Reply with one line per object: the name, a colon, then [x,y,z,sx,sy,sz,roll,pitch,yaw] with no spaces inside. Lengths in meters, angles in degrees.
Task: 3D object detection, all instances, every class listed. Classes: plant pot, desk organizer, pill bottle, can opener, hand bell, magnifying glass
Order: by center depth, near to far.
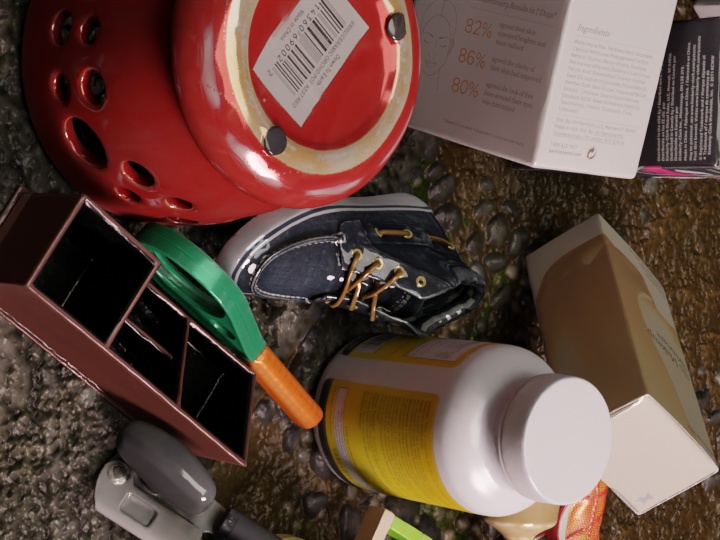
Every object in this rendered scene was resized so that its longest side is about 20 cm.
plant pot: [-0.074,-0.124,1.068,0.200,0.182,0.202,-5,97,-41]
desk organizer: [-0.138,0.037,1.087,0.200,0.077,0.072,44,66,-33]
can opener: [-0.079,0.173,1.112,0.200,0.067,0.053,36,53,-3]
magnifying glass: [-0.081,0.038,1.146,0.022,0.079,0.200,-51,132,-19]
pill bottle: [0.067,0.102,1.182,0.112,0.199,0.113,-3,94,-39]
hand bell: [0.114,0.216,1.293,0.104,0.104,0.201,0,93,-40]

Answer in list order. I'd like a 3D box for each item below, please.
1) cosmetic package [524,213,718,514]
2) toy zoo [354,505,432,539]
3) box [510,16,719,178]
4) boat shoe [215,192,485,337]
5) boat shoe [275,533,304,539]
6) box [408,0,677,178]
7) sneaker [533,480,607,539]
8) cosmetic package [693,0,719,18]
cosmetic package: [0.187,0.065,1.291,0.105,0.071,0.201,44,24,-34]
toy zoo: [0.054,0.263,1.206,0.200,0.020,0.132,35,70,-31]
box: [0.221,-0.121,1.298,0.122,0.199,0.107,1,92,-39]
boat shoe: [0.000,0.000,1.168,0.200,0.091,0.071,-12,140,-47]
boat shoe: [-0.094,0.220,1.143,0.200,0.063,0.074,-9,98,-39]
box: [0.125,-0.179,1.221,0.106,0.152,0.201,4,103,-41]
sneaker: [0.153,0.188,1.357,0.077,0.073,0.201,24,81,-59]
cosmetic package: [0.417,-0.230,1.478,0.165,0.165,0.200,51,62,-30]
